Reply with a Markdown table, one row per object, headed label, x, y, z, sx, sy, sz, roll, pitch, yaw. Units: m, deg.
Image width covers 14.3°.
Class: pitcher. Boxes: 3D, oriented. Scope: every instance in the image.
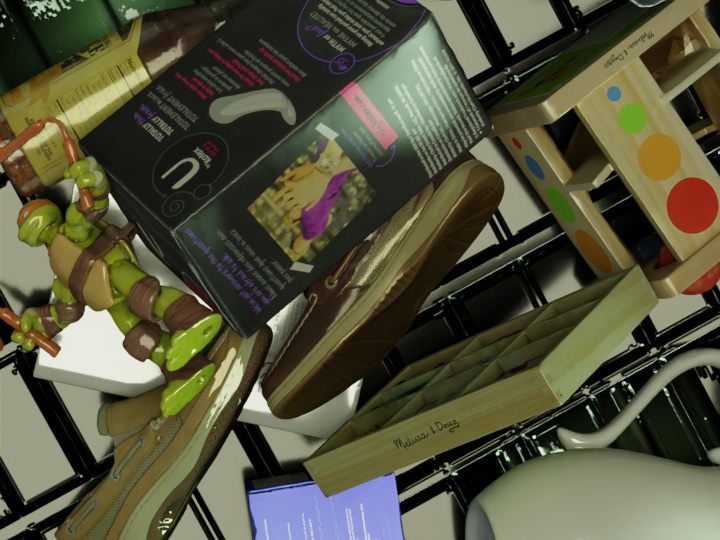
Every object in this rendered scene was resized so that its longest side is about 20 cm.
| label | x | y | z | sx | sy | sz | roll | pitch | yaw |
| --- | --- | --- | --- | --- | --- | --- | --- | --- | --- |
| pitcher | 0.165 | 0.142 | 1.771 | 0.199 | 0.121 | 0.172 | -8 | 77 | -14 |

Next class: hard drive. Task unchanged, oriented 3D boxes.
| label | x | y | z | sx | sy | sz | roll | pitch | yaw |
| --- | --- | --- | --- | --- | --- | --- | --- | --- | --- |
| hard drive | -0.091 | 0.022 | 1.773 | 0.199 | 0.025 | 0.133 | 12 | 95 | -6 |

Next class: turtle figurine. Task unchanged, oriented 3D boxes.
| label | x | y | z | sx | sy | sz | roll | pitch | yaw |
| --- | --- | --- | --- | --- | --- | --- | --- | --- | --- |
| turtle figurine | -0.153 | 0.011 | 1.687 | 0.161 | 0.064 | 0.200 | 41 | 135 | 20 |

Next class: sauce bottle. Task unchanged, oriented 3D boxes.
| label | x | y | z | sx | sy | sz | roll | pitch | yaw |
| --- | --- | --- | --- | --- | --- | --- | --- | --- | --- |
| sauce bottle | -0.133 | -0.118 | 1.737 | 0.199 | 0.066 | 0.066 | -30 | 98 | -5 |

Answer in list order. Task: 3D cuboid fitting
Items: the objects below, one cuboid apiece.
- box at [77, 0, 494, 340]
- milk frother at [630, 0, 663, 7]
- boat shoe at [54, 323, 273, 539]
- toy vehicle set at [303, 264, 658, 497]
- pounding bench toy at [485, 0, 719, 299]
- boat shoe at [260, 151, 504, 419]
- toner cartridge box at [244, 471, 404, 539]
| label | x | y | z | sx | sy | sz | roll | pitch | yaw |
| --- | --- | --- | --- | --- | --- | --- | --- | --- | --- |
| box | -0.043 | -0.079 | 1.687 | 0.200 | 0.122 | 0.106 | -39 | 133 | -9 |
| milk frother | 0.066 | -0.229 | 1.625 | 0.200 | 0.188 | 0.181 | -23 | 108 | -33 |
| boat shoe | -0.126 | 0.102 | 1.741 | 0.076 | 0.072 | 0.200 | 32 | 108 | 3 |
| toy vehicle set | 0.070 | 0.067 | 1.690 | 0.200 | 0.124 | 0.027 | -25 | 101 | 42 |
| pounding bench toy | 0.205 | -0.089 | 1.732 | 0.200 | 0.124 | 0.156 | -38 | 98 | -14 |
| boat shoe | 0.000 | 0.000 | 1.740 | 0.072 | 0.072 | 0.200 | 42 | 100 | 23 |
| toner cartridge box | -0.012 | 0.224 | 1.792 | 0.095 | 0.043 | 0.201 | -8 | 96 | -3 |
